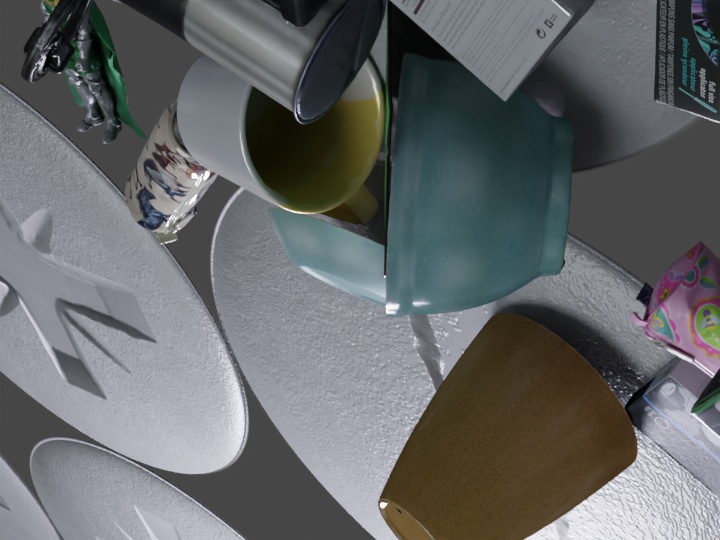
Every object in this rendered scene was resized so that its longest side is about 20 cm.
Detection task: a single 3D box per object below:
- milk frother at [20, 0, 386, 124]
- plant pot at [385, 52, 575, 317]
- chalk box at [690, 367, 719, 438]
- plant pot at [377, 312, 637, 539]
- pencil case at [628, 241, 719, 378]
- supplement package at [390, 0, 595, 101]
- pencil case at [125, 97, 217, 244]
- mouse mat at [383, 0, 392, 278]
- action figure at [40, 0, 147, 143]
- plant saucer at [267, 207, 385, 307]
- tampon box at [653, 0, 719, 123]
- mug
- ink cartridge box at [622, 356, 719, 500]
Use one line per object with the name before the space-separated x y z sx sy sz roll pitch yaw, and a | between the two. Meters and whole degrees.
milk frother | -0.116 -0.175 1.065 0.187 0.201 0.180 33 -179 13
plant pot | 0.092 -0.060 1.120 0.133 0.202 0.201 4 143 2
chalk box | 0.322 0.079 0.995 0.124 0.200 0.125 40 150 3
plant pot | 0.116 0.173 1.325 0.186 0.200 0.187 40 157 21
pencil case | 0.304 0.068 1.117 0.200 0.088 0.088 38 150 3
supplement package | 0.071 -0.235 0.972 0.200 0.114 0.110 42 149 2
pencil case | -0.175 -0.105 1.460 0.090 0.077 0.200 62 151 9
mouse mat | 0.022 -0.116 1.129 0.007 0.201 0.162 0 143 0
action figure | -0.283 -0.223 1.466 0.118 0.055 0.201 23 141 35
plant saucer | 0.000 0.000 1.338 0.200 0.039 0.201 23 173 3
tampon box | 0.281 -0.153 0.817 0.199 0.126 0.151 23 146 28
mug | -0.079 -0.117 1.269 0.153 0.149 0.188 15 120 51
ink cartridge box | 0.326 0.160 1.258 0.200 0.039 0.100 39 149 4
